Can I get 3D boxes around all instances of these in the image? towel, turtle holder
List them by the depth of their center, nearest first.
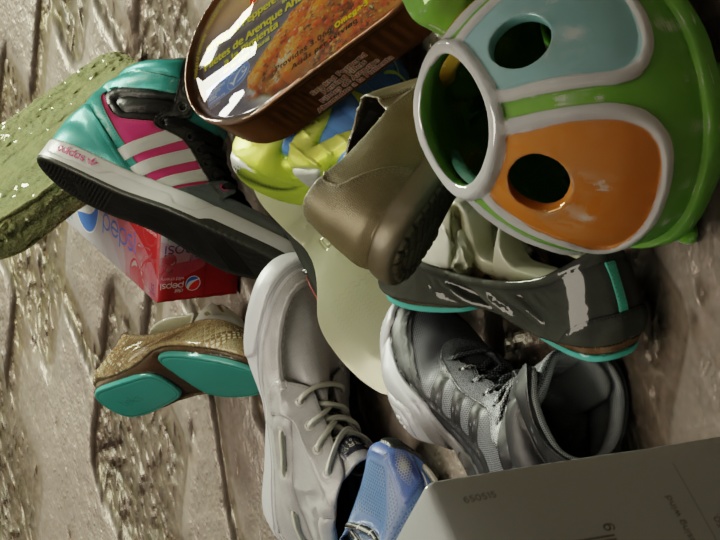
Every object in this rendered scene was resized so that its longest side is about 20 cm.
[{"bbox_3d":[0.095,-0.095,1.219,0.141,0.131,0.186,-46,55,57],"label":"turtle holder"},{"bbox_3d":[-0.215,-0.080,1.778,0.148,0.200,0.037,29,153,54],"label":"towel"}]

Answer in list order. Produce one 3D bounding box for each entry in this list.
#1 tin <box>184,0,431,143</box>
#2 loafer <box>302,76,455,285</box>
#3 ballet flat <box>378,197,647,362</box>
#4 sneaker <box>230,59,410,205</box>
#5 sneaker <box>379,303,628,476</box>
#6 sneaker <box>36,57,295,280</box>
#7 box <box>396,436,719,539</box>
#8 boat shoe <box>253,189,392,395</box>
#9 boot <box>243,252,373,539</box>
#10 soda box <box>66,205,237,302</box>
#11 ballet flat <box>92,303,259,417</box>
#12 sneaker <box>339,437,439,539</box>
[{"bbox_3d":[-0.018,-0.151,1.434,0.200,0.042,0.112,-34,50,28],"label":"tin"},{"bbox_3d":[0.031,-0.072,1.310,0.067,0.200,0.076,25,128,8],"label":"loafer"},{"bbox_3d":[0.079,-0.006,1.338,0.200,0.068,0.069,14,120,50],"label":"ballet flat"},{"bbox_3d":[0.013,-0.085,1.445,0.200,0.076,0.105,12,75,38],"label":"sneaker"},{"bbox_3d":[0.083,0.065,1.350,0.200,0.075,0.114,60,141,33],"label":"sneaker"},{"bbox_3d":[-0.103,-0.077,1.672,0.200,0.121,0.084,25,162,18],"label":"sneaker"},{"bbox_3d":[0.121,0.210,1.161,0.199,0.199,0.172,64,145,33],"label":"box"},{"bbox_3d":[0.002,-0.002,1.503,0.074,0.063,0.202,-39,54,10],"label":"boat shoe"},{"bbox_3d":[-0.017,0.093,1.564,0.096,0.073,0.201,27,128,52],"label":"boot"},{"bbox_3d":[-0.154,-0.044,1.796,0.200,0.063,0.070,36,127,56],"label":"soda box"},{"bbox_3d":[-0.117,0.054,1.735,0.200,0.070,0.065,-11,49,49],"label":"ballet flat"},{"bbox_3d":[-0.002,0.199,1.505,0.078,0.089,0.201,15,95,61],"label":"sneaker"}]
